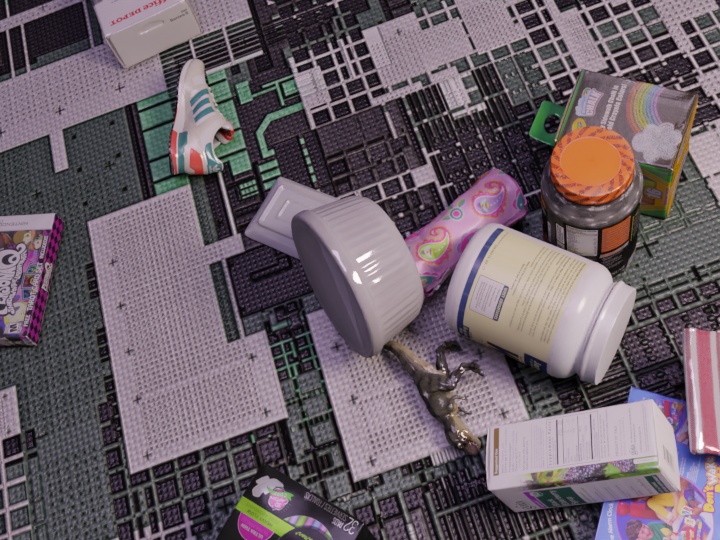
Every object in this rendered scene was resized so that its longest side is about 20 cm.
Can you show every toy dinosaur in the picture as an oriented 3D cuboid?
[{"bbox_3d":[0.101,0.133,1.244,0.088,0.048,0.201,-38,58,-1],"label":"toy dinosaur"}]

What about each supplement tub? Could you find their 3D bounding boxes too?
[{"bbox_3d":[0.217,0.041,1.207,0.198,0.145,0.146,24,70,22],"label":"supplement tub"},{"bbox_3d":[0.283,-0.079,1.223,0.120,0.201,0.124,-5,61,9],"label":"supplement tub"}]

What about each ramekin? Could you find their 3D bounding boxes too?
[{"bbox_3d":[0.000,0.000,1.252,0.093,0.203,0.203,-28,60,-14],"label":"ramekin"}]

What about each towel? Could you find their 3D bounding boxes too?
[{"bbox_3d":[0.455,0.150,1.125,0.197,0.030,0.148,10,64,-9],"label":"towel"}]

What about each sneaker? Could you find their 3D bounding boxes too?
[{"bbox_3d":[-0.234,-0.228,1.500,0.092,0.071,0.203,5,61,-5],"label":"sneaker"}]

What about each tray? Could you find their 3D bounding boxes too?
[{"bbox_3d":[-0.060,-0.062,1.392,0.198,0.022,0.108,23,71,22],"label":"tray"}]

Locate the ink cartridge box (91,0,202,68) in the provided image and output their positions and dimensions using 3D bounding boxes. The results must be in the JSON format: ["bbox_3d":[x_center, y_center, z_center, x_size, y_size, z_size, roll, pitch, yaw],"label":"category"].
[{"bbox_3d":[-0.361,-0.449,1.623,0.144,0.084,0.202,-25,60,-1],"label":"ink cartridge box"}]

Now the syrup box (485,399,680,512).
[{"bbox_3d":[0.245,0.210,1.111,0.198,0.079,0.082,-16,51,28],"label":"syrup box"}]

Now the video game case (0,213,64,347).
[{"bbox_3d":[-0.536,0.014,1.447,0.178,0.036,0.203,-2,63,13],"label":"video game case"}]

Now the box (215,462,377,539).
[{"bbox_3d":[-0.091,0.353,1.123,0.147,0.125,0.201,25,71,24],"label":"box"}]

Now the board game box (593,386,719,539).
[{"bbox_3d":[0.349,0.247,1.128,0.133,0.045,0.202,13,67,18],"label":"board game box"}]

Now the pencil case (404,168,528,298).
[{"bbox_3d":[0.128,-0.046,1.305,0.199,0.088,0.088,-39,62,-9],"label":"pencil case"}]

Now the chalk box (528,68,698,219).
[{"bbox_3d":[0.324,-0.170,1.308,0.197,0.124,0.126,17,68,21],"label":"chalk box"}]
